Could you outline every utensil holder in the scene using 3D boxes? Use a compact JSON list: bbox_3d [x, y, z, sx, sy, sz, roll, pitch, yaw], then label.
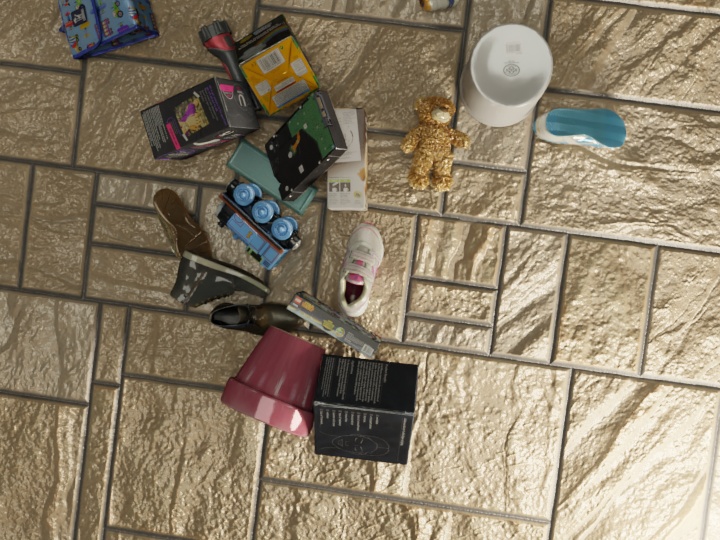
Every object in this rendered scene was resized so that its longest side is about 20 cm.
[{"bbox_3d":[0.286,-0.382,1.596,0.168,0.200,0.172,0,93,3],"label":"utensil holder"}]

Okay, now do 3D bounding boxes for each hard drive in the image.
[{"bbox_3d":[-0.113,-0.249,1.631,0.200,0.038,0.141,-39,63,42],"label":"hard drive"}]

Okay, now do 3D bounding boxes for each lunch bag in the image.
[{"bbox_3d":[-0.551,-0.544,1.709,0.198,0.094,0.152,-16,92,16],"label":"lunch bag"}]

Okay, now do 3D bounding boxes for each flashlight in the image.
[{"bbox_3d":[-0.274,-0.420,1.700,0.067,0.068,0.202,-22,95,-1],"label":"flashlight"}]

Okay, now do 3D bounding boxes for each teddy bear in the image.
[{"bbox_3d":[0.154,-0.262,1.674,0.144,0.067,0.202,22,93,0],"label":"teddy bear"}]

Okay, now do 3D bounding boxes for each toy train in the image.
[{"bbox_3d":[-0.219,-0.098,1.694,0.200,0.087,0.114,42,99,1],"label":"toy train"}]

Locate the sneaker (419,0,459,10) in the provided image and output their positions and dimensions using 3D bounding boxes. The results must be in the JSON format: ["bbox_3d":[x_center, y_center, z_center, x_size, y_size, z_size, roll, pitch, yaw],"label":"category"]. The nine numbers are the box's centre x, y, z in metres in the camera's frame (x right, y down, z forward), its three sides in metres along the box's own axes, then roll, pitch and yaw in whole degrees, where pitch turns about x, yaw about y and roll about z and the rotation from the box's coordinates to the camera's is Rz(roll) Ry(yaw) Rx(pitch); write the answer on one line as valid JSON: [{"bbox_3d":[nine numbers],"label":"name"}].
[{"bbox_3d":[0.164,-0.640,1.668,0.087,0.075,0.202,-3,98,-8],"label":"sneaker"}]

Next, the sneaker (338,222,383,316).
[{"bbox_3d":[0.000,0.000,1.679,0.080,0.088,0.202,9,92,3],"label":"sneaker"}]

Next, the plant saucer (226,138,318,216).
[{"bbox_3d":[-0.190,-0.200,1.721,0.199,0.019,0.070,34,93,3],"label":"plant saucer"}]

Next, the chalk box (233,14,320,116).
[{"bbox_3d":[-0.174,-0.426,1.644,0.124,0.201,0.124,-28,123,6],"label":"chalk box"}]

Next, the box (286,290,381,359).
[{"bbox_3d":[-0.051,0.109,1.662,0.199,0.137,0.040,31,91,2],"label":"box"}]

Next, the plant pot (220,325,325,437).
[{"bbox_3d":[-0.161,0.220,1.650,0.198,0.200,0.181,23,82,2],"label":"plant pot"}]

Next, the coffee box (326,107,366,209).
[{"bbox_3d":[-0.026,-0.226,1.662,0.079,0.114,0.202,0,92,3],"label":"coffee box"}]

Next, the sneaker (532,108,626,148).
[{"bbox_3d":[0.451,-0.293,1.654,0.198,0.081,0.077,7,90,-16],"label":"sneaker"}]

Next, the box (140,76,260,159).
[{"bbox_3d":[-0.326,-0.307,1.645,0.198,0.122,0.107,-16,91,24],"label":"box"}]

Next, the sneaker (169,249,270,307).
[{"bbox_3d":[-0.294,0.040,1.693,0.198,0.075,0.107,22,94,-16],"label":"sneaker"}]

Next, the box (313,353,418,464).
[{"bbox_3d":[0.011,0.281,1.621,0.194,0.201,0.125,7,49,4],"label":"box"}]

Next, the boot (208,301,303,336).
[{"bbox_3d":[-0.222,0.104,1.691,0.198,0.097,0.076,1,92,4],"label":"boot"}]

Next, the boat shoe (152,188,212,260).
[{"bbox_3d":[-0.378,-0.079,1.721,0.073,0.063,0.202,-27,93,-22],"label":"boat shoe"}]
